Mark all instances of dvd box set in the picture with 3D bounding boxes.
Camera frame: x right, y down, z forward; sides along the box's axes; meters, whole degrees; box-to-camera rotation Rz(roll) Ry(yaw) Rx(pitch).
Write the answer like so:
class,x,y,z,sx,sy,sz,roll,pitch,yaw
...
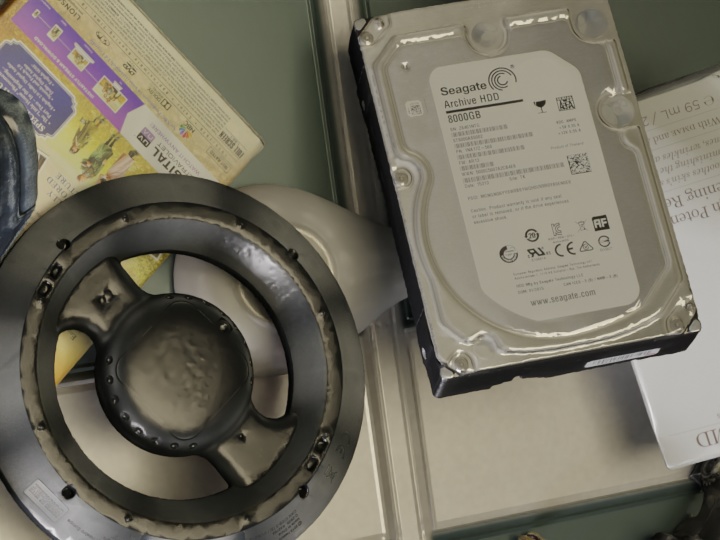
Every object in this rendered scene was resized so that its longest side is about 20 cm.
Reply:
class,x,y,z,sx,sy,sz,roll,pitch,yaw
dvd box set,-0.159,-0.042,1.138,0.146,0.029,0.200,45,69,-17

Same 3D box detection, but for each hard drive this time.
class,x,y,z,sx,sy,sz,roll,pitch,yaw
hard drive,0.082,-0.045,1.179,0.139,0.038,0.201,-9,70,-10

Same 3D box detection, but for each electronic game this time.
class,x,y,z,sx,sy,sz,roll,pitch,yaw
electronic game,-0.091,0.051,1.123,0.199,0.042,0.201,6,76,-22

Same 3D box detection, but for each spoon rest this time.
class,x,y,z,sx,sy,sz,roll,pitch,yaw
spoon rest,0.000,0.000,1.209,0.199,0.061,0.100,-6,88,-13

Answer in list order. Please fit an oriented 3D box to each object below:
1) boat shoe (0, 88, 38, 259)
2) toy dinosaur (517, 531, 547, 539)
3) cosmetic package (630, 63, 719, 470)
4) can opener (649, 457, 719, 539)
class,x,y,z,sx,sy,sz,roll,pitch,yaw
boat shoe,-0.199,0.006,1.046,0.071,0.201,0.091,41,48,12
toy dinosaur,0.106,0.223,1.198,0.101,0.058,0.201,12,60,-41
cosmetic package,0.187,-0.003,1.260,0.201,0.101,0.074,70,21,-4
can opener,0.191,0.175,1.286,0.067,0.053,0.201,35,74,-19
